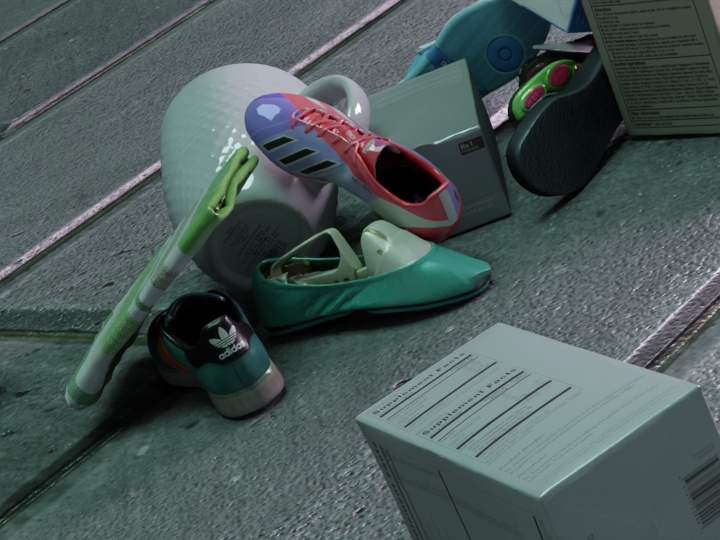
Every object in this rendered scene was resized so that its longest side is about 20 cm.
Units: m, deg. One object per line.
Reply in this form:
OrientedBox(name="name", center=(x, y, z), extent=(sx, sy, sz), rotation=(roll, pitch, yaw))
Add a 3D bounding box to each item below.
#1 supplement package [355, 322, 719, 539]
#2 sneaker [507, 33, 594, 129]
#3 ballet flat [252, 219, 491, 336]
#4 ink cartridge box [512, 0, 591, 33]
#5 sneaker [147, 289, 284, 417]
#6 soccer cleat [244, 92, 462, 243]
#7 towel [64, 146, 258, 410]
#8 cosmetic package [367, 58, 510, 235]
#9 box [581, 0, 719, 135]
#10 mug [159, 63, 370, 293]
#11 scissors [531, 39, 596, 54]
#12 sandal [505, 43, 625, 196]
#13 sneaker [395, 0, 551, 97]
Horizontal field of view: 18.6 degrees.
OrientedBox(name="supplement package", center=(0.104, 0.115, 1.189), extent=(0.109, 0.114, 0.200), rotation=(-32, 22, -20))
OrientedBox(name="sneaker", center=(0.170, -0.148, 1.868), extent=(0.083, 0.077, 0.200), rotation=(-17, 10, 32))
OrientedBox(name="ballet flat", center=(0.000, 0.000, 1.662), extent=(0.199, 0.071, 0.067), rotation=(-11, 20, 28))
OrientedBox(name="ink cartridge box", center=(0.223, -0.258, 1.883), extent=(0.199, 0.067, 0.116), rotation=(-8, 31, -35))
OrientedBox(name="sneaker", center=(-0.120, 0.045, 1.658), extent=(0.071, 0.080, 0.200), rotation=(-32, 22, -16))
OrientedBox(name="soccer cleat", center=(-0.006, -0.090, 1.686), extent=(0.200, 0.077, 0.067), rotation=(34, 68, 19))
OrientedBox(name="towel", center=(-0.148, 0.007, 1.674), extent=(0.200, 0.031, 0.149), rotation=(-51, 9, 23))
OrientedBox(name="cosmetic package", center=(0.060, -0.098, 1.830), extent=(0.106, 0.091, 0.200), rotation=(-19, 23, 9))
OrientedBox(name="box", center=(0.258, -0.220, 1.748), extent=(0.127, 0.201, 0.109), rotation=(2, 32, 46))
OrientedBox(name="mug", center=(-0.071, -0.082, 1.807), extent=(0.200, 0.148, 0.176), rotation=(-39, 29, 17))
OrientedBox(name="scissors", center=(0.208, -0.183, 1.844), extent=(0.014, 0.073, 0.200), rotation=(-44, -8, 32))
OrientedBox(name="sandal", center=(0.169, -0.119, 1.772), extent=(0.043, 0.076, 0.200), rotation=(-7, 25, 38))
OrientedBox(name="sneaker", center=(0.099, -0.197, 1.978), extent=(0.200, 0.080, 0.131), rotation=(-38, 9, 26))
